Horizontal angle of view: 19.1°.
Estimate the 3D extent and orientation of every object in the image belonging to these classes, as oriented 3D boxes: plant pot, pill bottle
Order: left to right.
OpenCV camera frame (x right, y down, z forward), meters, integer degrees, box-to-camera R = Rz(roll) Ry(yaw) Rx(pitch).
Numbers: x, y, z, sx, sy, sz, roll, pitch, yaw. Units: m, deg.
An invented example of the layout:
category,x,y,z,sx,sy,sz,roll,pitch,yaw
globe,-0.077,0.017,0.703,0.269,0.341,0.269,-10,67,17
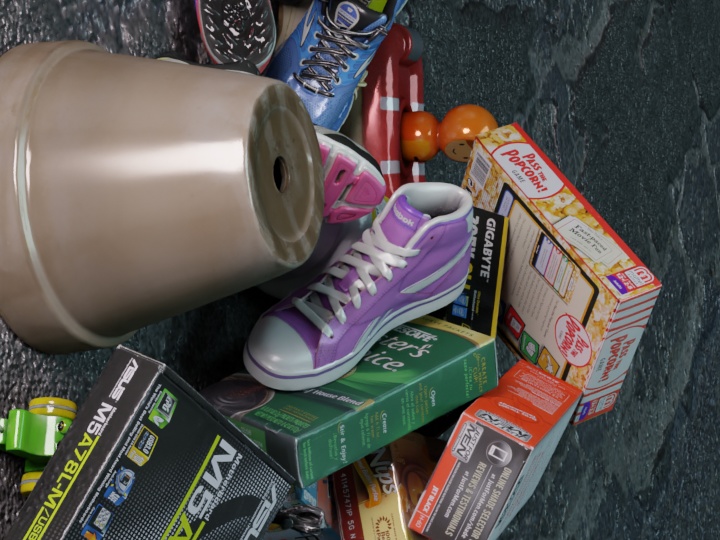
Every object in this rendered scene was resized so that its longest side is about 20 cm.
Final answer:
category,x,y,z,sx,sy,sz,roll,pitch,yaw
plant pot,-0.123,-0.051,1.340,0.200,0.173,0.200,-4,90,-67
pill bottle,-0.028,-0.022,1.637,0.200,0.114,0.114,32,56,-62

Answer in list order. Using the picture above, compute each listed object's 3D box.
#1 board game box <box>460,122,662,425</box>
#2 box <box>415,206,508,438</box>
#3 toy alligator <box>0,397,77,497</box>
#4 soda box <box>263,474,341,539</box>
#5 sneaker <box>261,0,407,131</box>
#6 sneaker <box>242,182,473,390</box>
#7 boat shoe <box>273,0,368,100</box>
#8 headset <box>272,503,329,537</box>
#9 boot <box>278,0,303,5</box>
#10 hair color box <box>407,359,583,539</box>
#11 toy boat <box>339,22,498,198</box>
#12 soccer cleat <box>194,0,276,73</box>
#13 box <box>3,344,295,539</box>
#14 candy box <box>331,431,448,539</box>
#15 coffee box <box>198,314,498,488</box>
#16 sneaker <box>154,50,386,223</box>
category,x,y,z,sx,sy,sz,roll,pitch,yaw
board game box,0.148,0.003,1.735,0.046,0.200,0.152,-19,144,-29
box,0.054,0.059,1.751,0.200,0.049,0.160,132,-28,-58
toy alligator,-0.185,0.107,1.310,0.200,0.054,0.059,39,50,-60
soda box,-0.034,0.189,1.633,0.200,0.068,0.064,52,33,-53
sneaker,-0.022,-0.180,1.652,0.200,0.078,0.089,-63,178,-9
sneaker,0.000,-0.001,1.515,0.200,0.073,0.114,-33,152,-31
boat shoe,-0.028,-0.169,1.725,0.074,0.069,0.200,35,54,-62
headset,-0.062,0.249,1.527,0.124,0.094,0.200,-55,147,-58
boot,-0.040,-0.289,1.614,0.200,0.072,0.182,-82,-178,-82
hair color box,0.105,0.140,1.621,0.102,0.061,0.200,-65,170,14
toy boat,0.053,-0.111,1.811,0.131,0.130,0.200,-11,100,-75
soccer cleat,-0.102,-0.238,1.592,0.073,0.068,0.200,118,-36,-78
box,-0.141,0.174,1.323,0.200,0.047,0.193,-60,144,-14
candy box,0.040,0.188,1.654,0.200,0.055,0.116,26,53,-68
coffee box,-0.010,0.086,1.549,0.200,0.123,0.044,-24,118,-36
sneaker,-0.072,-0.101,1.504,0.088,0.200,0.074,-86,-160,-49
